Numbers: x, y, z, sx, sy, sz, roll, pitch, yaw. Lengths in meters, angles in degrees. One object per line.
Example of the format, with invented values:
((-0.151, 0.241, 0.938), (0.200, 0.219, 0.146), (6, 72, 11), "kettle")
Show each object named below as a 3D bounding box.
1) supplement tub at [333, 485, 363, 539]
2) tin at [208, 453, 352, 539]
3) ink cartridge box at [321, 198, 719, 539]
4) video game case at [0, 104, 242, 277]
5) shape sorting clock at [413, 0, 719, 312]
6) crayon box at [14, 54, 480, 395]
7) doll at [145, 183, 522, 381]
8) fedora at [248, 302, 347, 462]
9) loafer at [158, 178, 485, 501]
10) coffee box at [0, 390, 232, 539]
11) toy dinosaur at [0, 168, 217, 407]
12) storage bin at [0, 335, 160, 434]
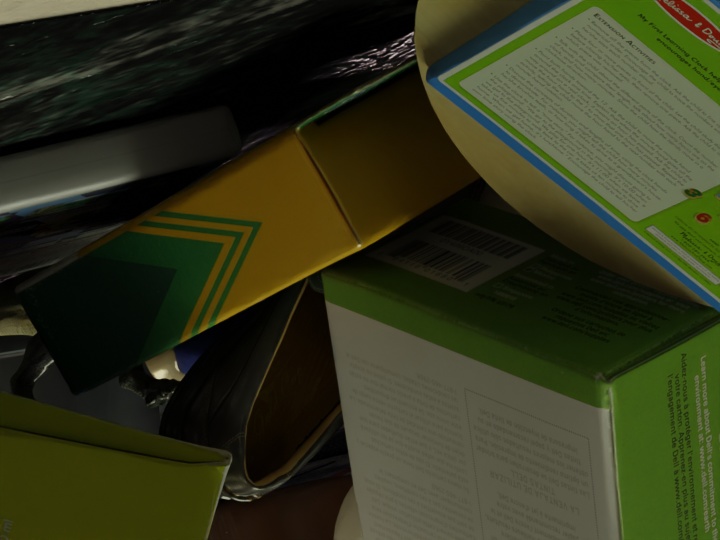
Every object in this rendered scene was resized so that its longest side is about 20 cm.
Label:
((0.089, 0.081, 1.269), (0.140, 0.140, 0.200), (-23, -159, 44), "supplement tub")
((-0.049, 0.118, 1.454), (0.112, 0.042, 0.200), (-22, -174, -40), "tin")
((0.070, 0.092, 1.095), (0.076, 0.200, 0.148), (-27, -148, -34), "ink cartridge box")
((-0.168, -0.012, 1.135), (0.200, 0.023, 0.182), (-15, 174, -30), "video game case")
((0.112, -0.053, 0.937), (0.200, 0.200, 0.039), (-25, -147, 54), "shape sorting clock")
((-0.021, -0.027, 1.115), (0.200, 0.052, 0.126), (-28, -178, 42), "crayon box")
((0.000, 0.000, 1.324), (0.200, 0.049, 0.137), (-21, -140, 17), "doll")
((-0.029, 0.043, 1.492), (0.200, 0.092, 0.201), (-15, -178, 1), "fedora")
((-0.002, 0.013, 1.233), (0.200, 0.073, 0.072), (-58, -157, -6), "loafer")
((-0.177, 0.145, 1.135), (0.199, 0.200, 0.198), (16, 170, -7), "coffee box")
((-0.122, 0.022, 1.300), (0.200, 0.088, 0.047), (-19, 165, 3), "toy dinosaur")
((-0.184, 0.091, 1.391), (0.199, 0.135, 0.146), (-10, 176, 14), "storage bin")
